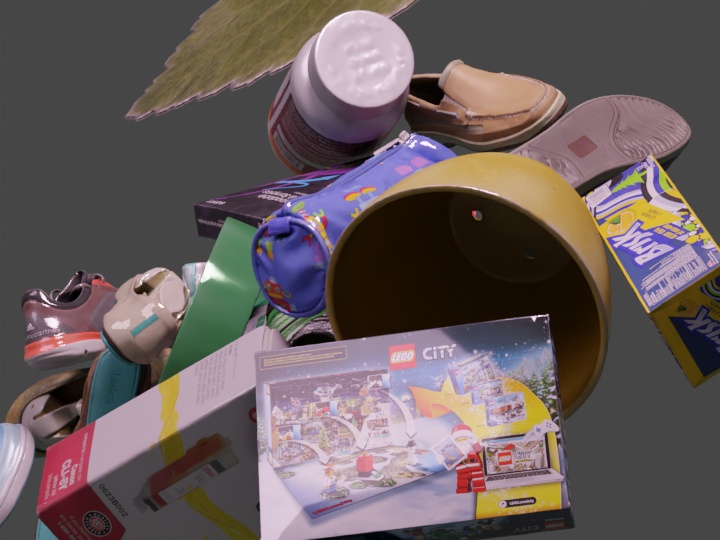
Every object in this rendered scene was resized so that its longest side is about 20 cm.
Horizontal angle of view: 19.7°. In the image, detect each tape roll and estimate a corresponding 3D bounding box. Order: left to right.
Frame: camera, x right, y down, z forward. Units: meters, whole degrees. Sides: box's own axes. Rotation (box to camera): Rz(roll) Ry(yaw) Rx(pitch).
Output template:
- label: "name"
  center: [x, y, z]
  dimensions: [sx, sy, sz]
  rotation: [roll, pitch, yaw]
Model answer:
- label: "tape roll"
  center: [-0.122, 0.059, 1.638]
  dimensions: [0.200, 0.048, 0.202]
  rotation: [-157, 90, -87]

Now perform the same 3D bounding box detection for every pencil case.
- label: "pencil case"
  center: [0.003, -0.038, 1.523]
  dimensions: [0.078, 0.087, 0.200]
  rotation: [-11, 15, 42]

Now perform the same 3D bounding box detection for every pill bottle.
- label: "pill bottle"
  center: [-0.017, -0.158, 1.886]
  dimensions: [0.110, 0.110, 0.200]
  rotation: [-46, -1, -19]

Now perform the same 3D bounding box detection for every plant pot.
- label: "plant pot"
  center: [0.092, -0.004, 1.447]
  dimensions: [0.199, 0.201, 0.142]
  rotation: [-21, 21, 32]

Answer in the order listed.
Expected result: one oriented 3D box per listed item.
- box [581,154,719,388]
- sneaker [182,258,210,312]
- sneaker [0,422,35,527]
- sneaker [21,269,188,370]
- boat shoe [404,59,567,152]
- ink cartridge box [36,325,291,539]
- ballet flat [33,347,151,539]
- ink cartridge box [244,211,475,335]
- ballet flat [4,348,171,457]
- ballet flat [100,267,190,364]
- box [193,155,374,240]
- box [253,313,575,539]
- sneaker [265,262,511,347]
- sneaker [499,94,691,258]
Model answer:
- label: "box"
  center: [0.213, -0.004, 1.418]
  dimensions: [0.064, 0.070, 0.200]
  rotation: [-31, 24, 7]
- label: "sneaker"
  center: [-0.131, 0.037, 1.804]
  dimensions: [0.075, 0.089, 0.201]
  rotation: [-19, 29, 32]
- label: "sneaker"
  center: [-0.375, 0.192, 1.777]
  dimensions: [0.079, 0.130, 0.201]
  rotation: [-1, 53, 57]
- label: "sneaker"
  center: [-0.223, 0.036, 1.851]
  dimensions: [0.077, 0.083, 0.199]
  rotation: [-19, -7, 34]
- label: "boat shoe"
  center: [0.098, -0.152, 1.843]
  dimensions: [0.199, 0.076, 0.072]
  rotation: [-2, 40, 52]
- label: "ink cartridge box"
  center: [-0.109, 0.153, 1.486]
  dimensions: [0.199, 0.145, 0.084]
  rotation: [-30, 25, 15]
- label: "ballet flat"
  center: [-0.214, 0.160, 1.698]
  dimensions: [0.072, 0.067, 0.201]
  rotation: [70, -148, -75]
- label: "ink cartridge box"
  center: [0.000, 0.000, 1.712]
  dimensions: [0.199, 0.050, 0.161]
  rotation: [-33, 15, 15]
- label: "ballet flat"
  center: [-0.247, 0.121, 1.830]
  dimensions: [0.199, 0.071, 0.071]
  rotation: [-23, 27, 23]
- label: "ballet flat"
  center: [-0.168, 0.032, 1.701]
  dimensions: [0.069, 0.070, 0.200]
  rotation: [-35, 9, 4]
- label: "box"
  center: [-0.028, -0.061, 1.802]
  dimensions: [0.199, 0.036, 0.143]
  rotation: [-19, 15, -27]
- label: "box"
  center: [0.033, 0.109, 1.338]
  dimensions: [0.198, 0.038, 0.137]
  rotation: [-7, 61, 8]
- label: "sneaker"
  center: [0.023, 0.048, 1.564]
  dimensions: [0.199, 0.078, 0.086]
  rotation: [-11, 43, 16]
- label: "sneaker"
  center: [0.165, -0.062, 1.595]
  dimensions: [0.199, 0.107, 0.075]
  rotation: [-24, 58, -32]
